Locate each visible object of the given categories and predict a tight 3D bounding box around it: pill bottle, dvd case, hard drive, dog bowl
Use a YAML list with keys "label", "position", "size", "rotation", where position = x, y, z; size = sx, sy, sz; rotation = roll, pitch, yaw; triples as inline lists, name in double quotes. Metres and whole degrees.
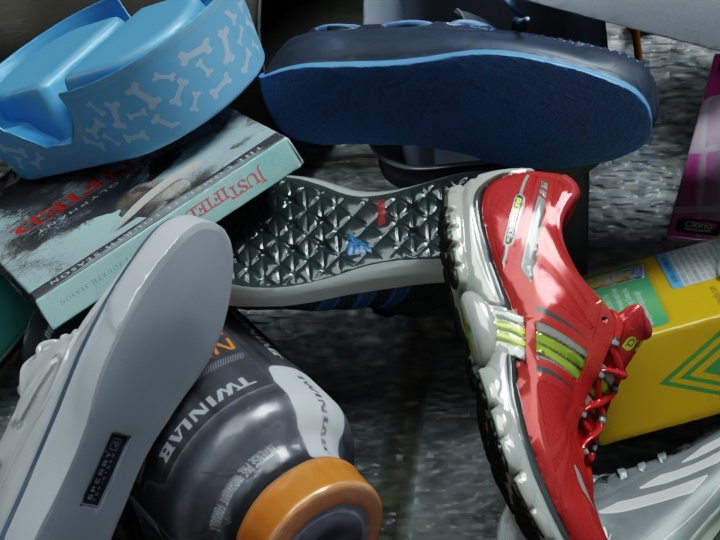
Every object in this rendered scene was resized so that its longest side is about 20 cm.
- label: "pill bottle"
  position: [-0.074, 0.077, 1.089]
  size: [0.106, 0.106, 0.200]
  rotation: [-32, 48, -21]
- label: "dvd case"
  position: [-0.125, -0.041, 1.128]
  size: [0.146, 0.022, 0.200]
  rotation: [-34, 25, -11]
- label: "hard drive"
  position: [0.176, -0.134, 1.087]
  size: [0.200, 0.042, 0.135]
  rotation: [15, 17, 2]
- label: "dog bowl"
  position: [-0.126, -0.097, 1.137]
  size: [0.200, 0.050, 0.111]
  rotation: [-8, 32, 50]

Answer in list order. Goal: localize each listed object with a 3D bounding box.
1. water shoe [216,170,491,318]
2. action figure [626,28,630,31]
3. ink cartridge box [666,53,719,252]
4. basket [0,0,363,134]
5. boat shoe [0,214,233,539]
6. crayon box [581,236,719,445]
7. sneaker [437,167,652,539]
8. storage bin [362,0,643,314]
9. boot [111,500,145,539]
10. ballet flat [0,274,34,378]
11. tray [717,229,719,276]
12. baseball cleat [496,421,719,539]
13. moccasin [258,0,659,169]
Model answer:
- label: "water shoe"
  position: [0.000, 0.000, 1.096]
  size: [0.200, 0.079, 0.072]
  rotation: [-1, 57, 12]
- label: "action figure"
  position: [0.159, -0.174, 1.242]
  size: [0.052, 0.200, 0.066]
  rotation: [-21, 87, 8]
- label: "ink cartridge box"
  position: [0.234, -0.071, 1.233]
  size: [0.095, 0.037, 0.200]
  rotation: [6, 45, 17]
- label: "basket"
  position: [-0.113, -0.148, 1.305]
  size: [0.200, 0.136, 0.180]
  rotation: [3, 12, 22]
- label: "boat shoe"
  position: [-0.129, 0.059, 1.019]
  size: [0.065, 0.074, 0.200]
  rotation: [25, 84, 35]
- label: "crayon box"
  position: [0.169, 0.027, 1.088]
  size: [0.200, 0.052, 0.126]
  rotation: [-15, 15, 4]
- label: "sneaker"
  position: [0.092, 0.045, 0.989]
  size: [0.085, 0.077, 0.200]
  rotation: [-13, 75, -1]
- label: "storage bin"
  position: [0.082, -0.079, 1.197]
  size: [0.145, 0.134, 0.200]
  rotation: [-6, 46, 5]
- label: "boot"
  position: [-0.164, 0.191, 1.021]
  size: [0.186, 0.064, 0.200]
  rotation: [-14, 46, -22]
- label: "ballet flat"
  position: [-0.184, 0.004, 1.219]
  size: [0.071, 0.071, 0.200]
  rotation: [25, 52, 30]
- label: "tray"
  position: [0.228, -0.071, 1.126]
  size: [0.107, 0.022, 0.200]
  rotation: [-27, 20, 23]
- label: "baseball cleat"
  position: [0.132, 0.105, 1.042]
  size: [0.106, 0.070, 0.200]
  rotation: [32, 57, 20]
- label: "moccasin"
  position: [0.049, -0.101, 1.075]
  size: [0.200, 0.081, 0.068]
  rotation: [9, 44, 18]
